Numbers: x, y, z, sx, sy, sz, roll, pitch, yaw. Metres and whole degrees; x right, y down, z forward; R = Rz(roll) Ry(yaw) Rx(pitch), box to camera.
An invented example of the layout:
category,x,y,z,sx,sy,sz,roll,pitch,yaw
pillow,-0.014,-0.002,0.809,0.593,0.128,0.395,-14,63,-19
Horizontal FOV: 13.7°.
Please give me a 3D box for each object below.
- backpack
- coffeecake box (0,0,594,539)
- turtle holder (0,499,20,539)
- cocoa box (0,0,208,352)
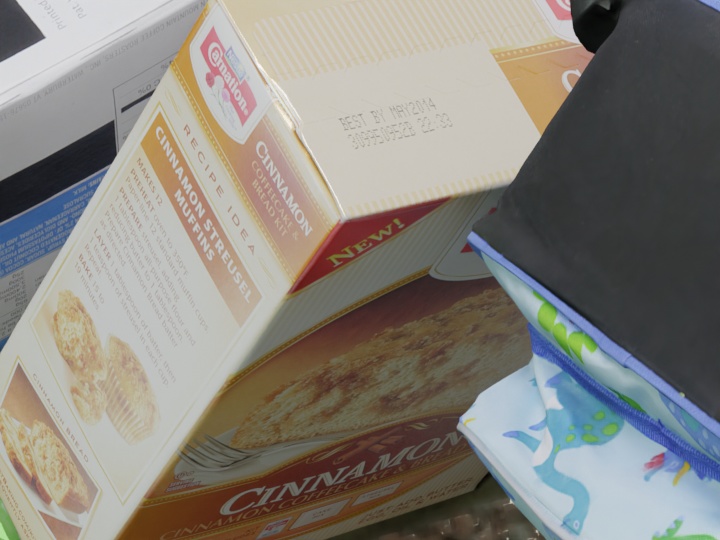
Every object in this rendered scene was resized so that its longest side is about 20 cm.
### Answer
category,x,y,z,sx,sy,sz,roll,pitch,yaw
backpack,0.133,0.041,0.692,0.147,0.200,0.183,-59,34,4
coffeecake box,0.000,0.000,0.813,0.073,0.153,0.200,60,142,21
turtle holder,-0.169,0.056,0.978,0.185,0.141,0.132,28,121,-9
cocoa box,-0.128,-0.096,0.930,0.133,0.131,0.200,-31,63,-19
